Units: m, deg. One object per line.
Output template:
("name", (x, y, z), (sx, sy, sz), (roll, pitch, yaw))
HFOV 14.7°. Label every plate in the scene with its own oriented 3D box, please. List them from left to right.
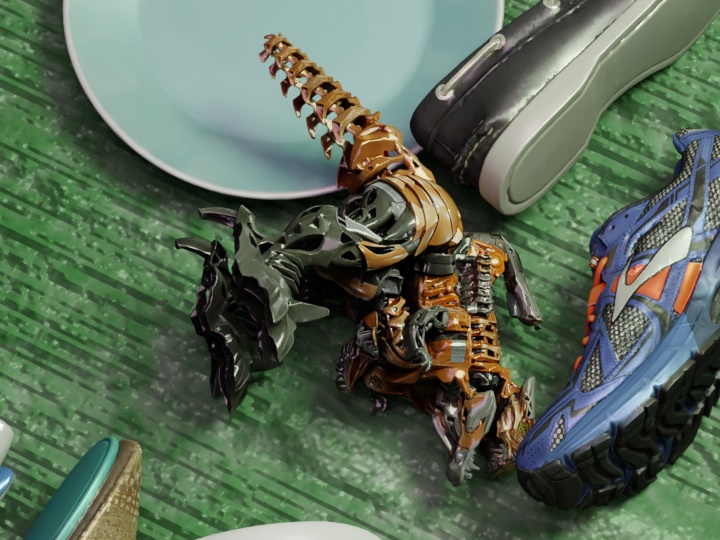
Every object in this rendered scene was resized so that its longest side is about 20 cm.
("plate", (-0.034, -0.119, 1.266), (0.199, 0.026, 0.201), (-1, 67, 2))

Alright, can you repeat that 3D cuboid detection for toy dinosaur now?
("toy dinosaur", (0.000, 0.000, 1.185), (0.135, 0.102, 0.200), (-19, 57, -21))

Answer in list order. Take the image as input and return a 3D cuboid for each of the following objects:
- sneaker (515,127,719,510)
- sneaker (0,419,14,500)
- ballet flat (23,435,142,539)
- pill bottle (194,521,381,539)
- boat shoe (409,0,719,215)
("sneaker", (0.122, 0.019, 1.179), (0.078, 0.075, 0.200), (28, 62, 23))
("sneaker", (-0.188, 0.114, 1.099), (0.146, 0.081, 0.200), (-44, 33, -9))
("ballet flat", (-0.135, 0.161, 1.133), (0.065, 0.070, 0.200), (40, 74, -11))
("pill bottle", (-0.025, 0.207, 1.072), (0.111, 0.111, 0.201), (-10, 66, -2))
("boat shoe", (0.103, -0.107, 1.227), (0.060, 0.074, 0.200), (36, 69, 22))
